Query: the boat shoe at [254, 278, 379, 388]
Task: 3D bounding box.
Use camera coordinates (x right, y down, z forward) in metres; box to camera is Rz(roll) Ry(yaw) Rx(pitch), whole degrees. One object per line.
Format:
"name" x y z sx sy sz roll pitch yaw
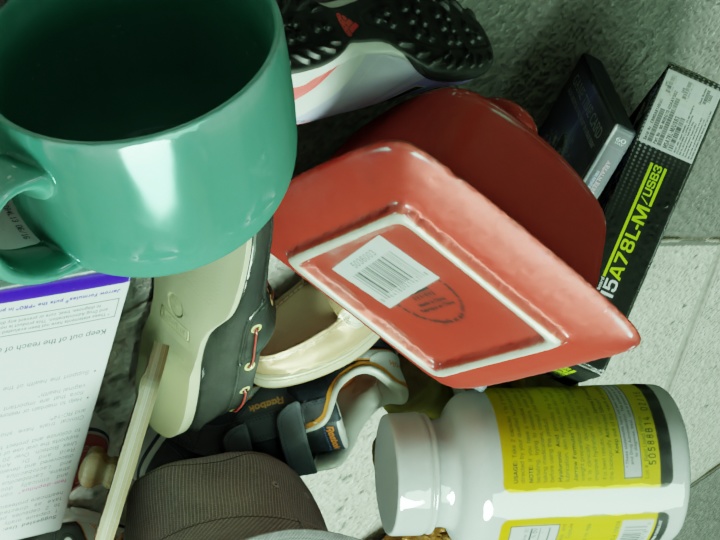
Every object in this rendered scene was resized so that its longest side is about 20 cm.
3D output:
"boat shoe" 0.000 0.000 1.129 0.199 0.074 0.069 -34 134 -15

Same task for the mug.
"mug" -0.122 -0.066 0.860 0.184 0.152 0.115 -19 137 -11

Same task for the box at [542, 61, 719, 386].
"box" 0.172 -0.023 1.152 0.193 0.047 0.201 100 14 -86

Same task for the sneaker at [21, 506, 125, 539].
"sneaker" -0.171 0.213 1.177 0.199 0.080 0.074 7 125 -46

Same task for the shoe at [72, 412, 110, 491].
"shoe" -0.229 0.158 1.048 0.199 0.091 0.072 -21 140 -28

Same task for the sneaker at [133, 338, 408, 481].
"sneaker" -0.059 0.104 1.171 0.199 0.080 0.079 -33 146 -11

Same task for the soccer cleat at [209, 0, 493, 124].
"soccer cleat" -0.009 -0.121 0.999 0.199 0.069 0.073 -10 155 -39

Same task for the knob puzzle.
"knob puzzle" -0.150 0.124 0.997 0.030 0.220 0.221 17 123 -6

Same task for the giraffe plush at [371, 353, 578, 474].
"giraffe plush" 0.093 0.135 1.307 0.173 0.200 0.162 -49 -178 -14

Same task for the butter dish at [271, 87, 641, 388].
"butter dish" 0.062 -0.039 1.031 0.199 0.200 0.148 37 62 -20

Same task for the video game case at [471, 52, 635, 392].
"video game case" 0.116 -0.035 1.144 0.019 0.143 0.201 25 112 -12

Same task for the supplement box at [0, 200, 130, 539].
"supplement box" -0.209 0.051 0.945 0.103 0.101 0.201 -11 135 -36

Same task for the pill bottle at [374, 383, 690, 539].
"pill bottle" 0.114 0.135 1.168 0.198 0.112 0.112 -1 133 -11

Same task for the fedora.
"fedora" -0.092 0.177 1.125 0.177 0.091 0.199 -36 146 32

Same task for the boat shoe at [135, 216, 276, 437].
"boat shoe" -0.088 0.018 1.056 0.063 0.074 0.202 -19 143 -36

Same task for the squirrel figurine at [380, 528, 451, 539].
"squirrel figurine" 0.071 0.298 1.408 0.200 0.187 0.141 -50 144 11
